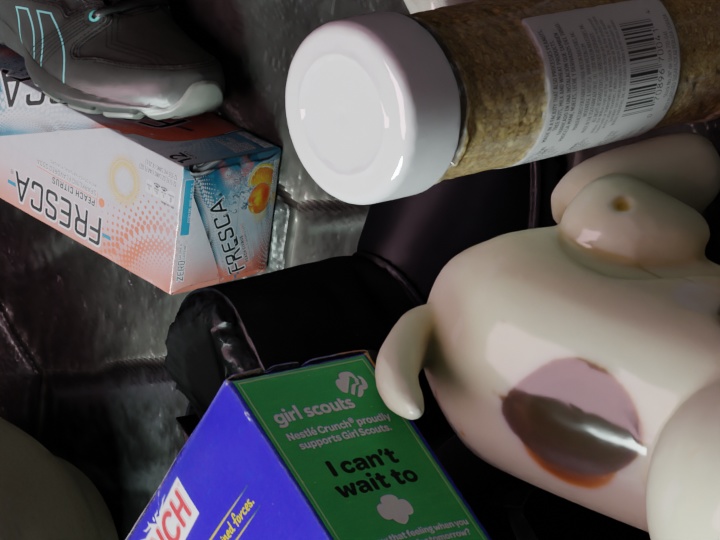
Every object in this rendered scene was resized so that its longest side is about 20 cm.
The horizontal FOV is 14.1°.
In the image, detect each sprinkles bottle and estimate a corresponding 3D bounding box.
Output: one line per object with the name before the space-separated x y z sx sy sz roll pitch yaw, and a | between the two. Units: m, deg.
sprinkles bottle | 0.065 -0.074 1.111 0.068 0.200 0.068 15 112 44

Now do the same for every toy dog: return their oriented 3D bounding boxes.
toy dog | 0.125 0.050 1.094 0.200 0.194 0.140 41 119 43

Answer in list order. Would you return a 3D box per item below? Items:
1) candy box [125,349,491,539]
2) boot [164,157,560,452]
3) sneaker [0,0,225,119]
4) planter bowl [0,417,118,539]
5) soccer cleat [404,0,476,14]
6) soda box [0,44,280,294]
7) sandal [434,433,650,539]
candy box | -0.010 0.161 1.110 0.200 0.077 0.169 55 133 26
boot | 0.000 0.000 1.226 0.076 0.168 0.200 15 111 46
sneaker | -0.138 -0.132 1.412 0.200 0.075 0.079 30 119 38
planter bowl | -0.209 0.157 1.508 0.200 0.135 0.200 2 93 39
soccer cleat | 0.029 -0.152 1.236 0.078 0.069 0.200 -37 66 51
soda box | -0.129 -0.058 1.430 0.200 0.064 0.068 27 119 40
sandal | 0.112 0.123 1.197 0.200 0.043 0.076 35 81 20
